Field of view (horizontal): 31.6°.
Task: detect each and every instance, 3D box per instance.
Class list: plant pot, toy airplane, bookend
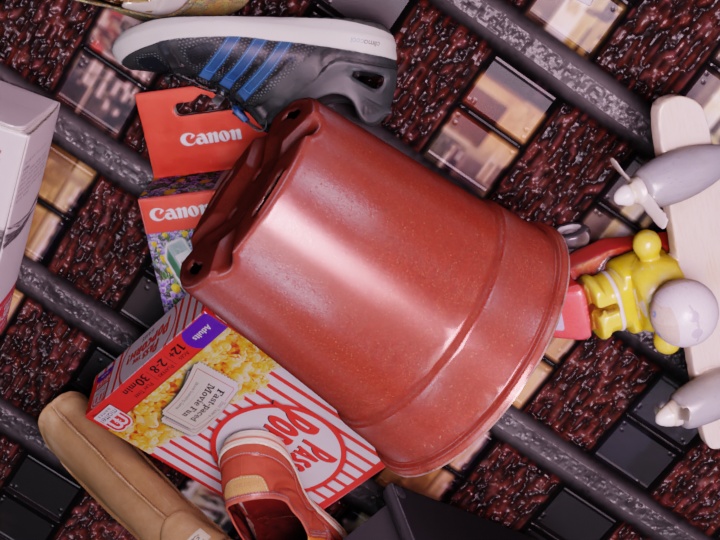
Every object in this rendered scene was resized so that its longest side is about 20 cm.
[{"bbox_3d":[0.000,0.000,0.841,0.195,0.201,0.201,35,113,-20],"label":"plant pot"},{"bbox_3d":[0.228,0.009,0.868,0.199,0.141,0.200,33,112,-7],"label":"toy airplane"},{"bbox_3d":[0.030,0.278,0.979,0.199,0.092,0.200,-41,137,19],"label":"bookend"}]

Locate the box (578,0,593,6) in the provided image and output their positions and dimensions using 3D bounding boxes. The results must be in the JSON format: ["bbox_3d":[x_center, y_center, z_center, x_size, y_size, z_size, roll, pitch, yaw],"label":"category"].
[{"bbox_3d":[0.056,-0.239,0.764,0.199,0.117,0.060,16,116,-26],"label":"box"}]

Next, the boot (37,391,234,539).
[{"bbox_3d":[-0.157,0.198,1.009,0.200,0.066,0.176,36,153,27],"label":"boot"}]

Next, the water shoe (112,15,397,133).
[{"bbox_3d":[-0.074,-0.132,0.874,0.198,0.071,0.080,0,93,6],"label":"water shoe"}]

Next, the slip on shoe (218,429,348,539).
[{"bbox_3d":[-0.056,0.205,0.973,0.074,0.061,0.201,-13,131,13],"label":"slip on shoe"}]

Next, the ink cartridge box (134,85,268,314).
[{"bbox_3d":[-0.102,-0.034,0.939,0.108,0.050,0.201,-6,112,10],"label":"ink cartridge box"}]

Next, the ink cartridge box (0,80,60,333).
[{"bbox_3d":[-0.320,-0.050,0.942,0.146,0.083,0.201,21,114,-2],"label":"ink cartridge box"}]

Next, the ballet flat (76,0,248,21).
[{"bbox_3d":[-0.173,-0.207,0.868,0.198,0.071,0.071,13,114,1],"label":"ballet flat"}]

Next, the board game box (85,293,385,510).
[{"bbox_3d":[-0.081,0.105,0.957,0.199,0.046,0.151,34,125,-24],"label":"board game box"}]
